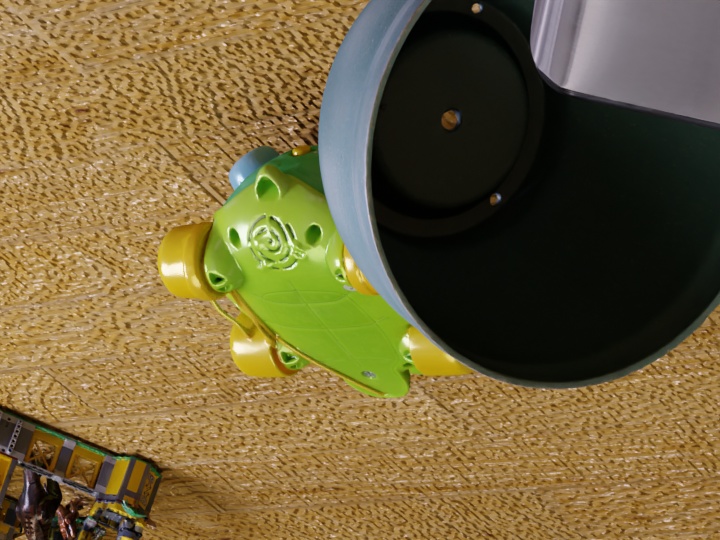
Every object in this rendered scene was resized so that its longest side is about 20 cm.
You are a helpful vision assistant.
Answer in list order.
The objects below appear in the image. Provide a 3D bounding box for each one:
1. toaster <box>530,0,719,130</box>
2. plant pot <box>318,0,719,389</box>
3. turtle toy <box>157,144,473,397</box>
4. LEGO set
[{"bbox_3d":[0.155,-0.146,1.040,0.200,0.181,0.119,13,148,6],"label":"toaster"},{"bbox_3d":[0.062,-0.060,1.253,0.200,0.201,0.134,34,174,-28],"label":"plant pot"},{"bbox_3d":[0.000,0.000,1.456,0.145,0.101,0.200,-1,147,31],"label":"turtle toy"},{"bbox_3d":[-0.224,0.184,1.882,0.154,0.116,0.200,28,150,-19],"label":"LEGO set"}]
